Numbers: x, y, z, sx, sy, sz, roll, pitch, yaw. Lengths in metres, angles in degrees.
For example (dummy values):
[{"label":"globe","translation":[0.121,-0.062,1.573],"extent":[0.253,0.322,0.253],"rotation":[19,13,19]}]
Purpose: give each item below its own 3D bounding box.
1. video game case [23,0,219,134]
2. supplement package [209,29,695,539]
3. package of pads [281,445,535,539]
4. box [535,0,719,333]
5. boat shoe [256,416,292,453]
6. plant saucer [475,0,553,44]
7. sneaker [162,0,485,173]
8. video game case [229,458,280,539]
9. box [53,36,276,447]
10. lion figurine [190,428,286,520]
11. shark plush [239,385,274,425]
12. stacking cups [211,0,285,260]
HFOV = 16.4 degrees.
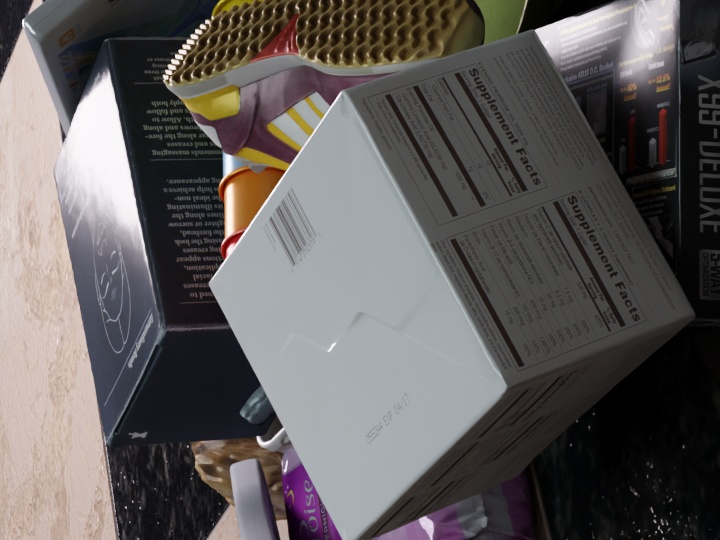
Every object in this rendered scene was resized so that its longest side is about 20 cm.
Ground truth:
[{"label":"video game case","translation":[-0.119,-0.161,1.558],"extent":[0.022,0.182,0.200],"rotation":[46,168,17]},{"label":"supplement package","translation":[0.036,0.012,1.167],"extent":[0.156,0.111,0.200],"rotation":[62,149,15]},{"label":"package of pads","translation":[0.023,0.123,1.398],"extent":[0.200,0.076,0.121],"rotation":[136,132,-59]},{"label":"box","translation":[0.125,-0.046,1.212],"extent":[0.200,0.050,0.158],"rotation":[166,105,-66]},{"label":"boat shoe","translation":[-0.015,0.036,1.508],"extent":[0.072,0.066,0.200],"rotation":[-109,31,-41]},{"label":"plant saucer","translation":[0.067,-0.184,1.389],"extent":[0.200,0.031,0.200],"rotation":[-178,90,-67]},{"label":"sneaker","translation":[-0.003,-0.091,1.230],"extent":[0.200,0.090,0.075],"rotation":[-1,48,46]},{"label":"video game case","translation":[-0.043,0.221,1.472],"extent":[0.200,0.022,0.183],"rotation":[-121,17,-79]},{"label":"box","translation":[-0.104,-0.018,1.492],"extent":[0.148,0.107,0.200],"rotation":[123,140,-55]},{"label":"lion figurine","translation":[-0.079,0.061,1.602],"extent":[0.122,0.072,0.200],"rotation":[10,106,27]},{"label":"shark plush","translation":[0.000,0.000,1.382],"extent":[0.200,0.083,0.091],"rotation":[-42,36,21]},{"label":"stacking cups","translation":[-0.054,-0.064,1.371],"extent":[0.061,0.060,0.200],"rotation":[123,152,-50]}]
